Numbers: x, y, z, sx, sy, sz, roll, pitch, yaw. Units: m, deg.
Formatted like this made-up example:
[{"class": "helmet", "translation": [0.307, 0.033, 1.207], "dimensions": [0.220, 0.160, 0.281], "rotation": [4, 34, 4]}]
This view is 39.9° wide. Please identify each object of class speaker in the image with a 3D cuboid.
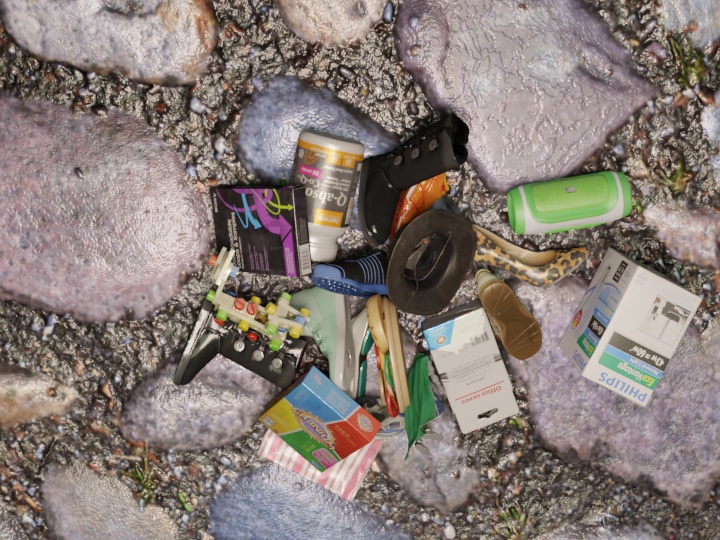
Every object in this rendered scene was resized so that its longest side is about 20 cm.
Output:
[{"class": "speaker", "translation": [0.352, -0.115, 1.685], "dimensions": [0.196, 0.089, 0.090], "rotation": [-9, 102, 0]}]

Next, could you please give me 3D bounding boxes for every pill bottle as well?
[{"class": "pill bottle", "translation": [-0.066, -0.124, 1.657], "dimensions": [0.114, 0.116, 0.203], "rotation": [12, 101, -4]}]

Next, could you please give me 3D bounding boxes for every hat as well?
[{"class": "hat", "translation": [0.098, -0.023, 1.656], "dimensions": [0.199, 0.081, 0.204], "rotation": [-20, 124, -34]}]

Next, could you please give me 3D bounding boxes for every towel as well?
[{"class": "towel", "translation": [-0.070, 0.312, 1.789], "dimensions": [0.198, 0.030, 0.148], "rotation": [28, 99, -6]}]

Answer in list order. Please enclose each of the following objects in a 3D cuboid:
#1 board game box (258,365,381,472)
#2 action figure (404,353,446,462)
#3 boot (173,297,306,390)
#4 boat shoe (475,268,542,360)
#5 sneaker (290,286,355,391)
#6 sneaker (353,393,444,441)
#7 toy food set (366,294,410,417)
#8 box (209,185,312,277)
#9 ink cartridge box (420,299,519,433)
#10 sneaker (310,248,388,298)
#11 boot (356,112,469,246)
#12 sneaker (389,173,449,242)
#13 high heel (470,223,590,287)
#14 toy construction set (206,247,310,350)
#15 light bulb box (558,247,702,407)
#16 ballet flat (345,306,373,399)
[{"class": "board game box", "translation": [-0.073, 0.256, 1.682], "dimensions": [0.153, 0.200, 0.040], "rotation": [40, 53, -5]}, {"class": "action figure", "translation": [0.107, 0.216, 1.697], "dimensions": [0.054, 0.202, 0.119], "rotation": [21, 129, -17]}, {"class": "boot", "translation": [-0.210, 0.159, 1.734], "dimensions": [0.197, 0.066, 0.167], "rotation": [23, 101, -10]}, {"class": "boat shoe", "translation": [0.256, 0.075, 1.713], "dimensions": [0.073, 0.063, 0.201], "rotation": [-30, 127, 3]}, {"class": "sneaker", "translation": [-0.074, 0.119, 1.686], "dimensions": [0.116, 0.074, 0.203], "rotation": [-11, 58, 9]}, {"class": "sneaker", "translation": [0.052, 0.258, 1.758], "dimensions": [0.197, 0.078, 0.086], "rotation": [-4, 143, -22]}, {"class": "toy food set", "translation": [0.048, 0.143, 1.652], "dimensions": [0.048, 0.200, 0.202], "rotation": [-9, 83, 2]}, {"class": "box", "translation": [-0.167, -0.067, 1.648], "dimensions": [0.198, 0.036, 0.146], "rotation": [4, 105, 41]}, {"class": "ink cartridge box", "translation": [0.193, 0.169, 1.747], "dimensions": [0.114, 0.068, 0.203], "rotation": [-20, 101, 3]}, {"class": "sneaker", "translation": [0.000, 0.000, 1.676], "dimensions": [0.198, 0.070, 0.079], "rotation": [13, 72, -38]}, {"class": "boot", "translation": [0.088, -0.145, 1.605], "dimensions": [0.198, 0.065, 0.168], "rotation": [-20, 62, 34]}, {"class": "sneaker", "translation": [0.108, -0.129, 1.685], "dimensions": [0.076, 0.073, 0.202], "rotation": [24, 102, -14]}, {"class": "high heel", "translation": [0.283, -0.041, 1.703], "dimensions": [0.197, 0.072, 0.144], "rotation": [-21, 108, 12]}, {"class": "toy construction set", "translation": [-0.181, 0.056, 1.637], "dimensions": [0.199, 0.131, 0.092], "rotation": [39, 65, 1]}, {"class": "light bulb box", "translation": [0.447, 0.090, 1.672], "dimensions": [0.123, 0.198, 0.202], "rotation": [25, 99, -4]}, {"class": "ballet flat", "translation": [-0.012, 0.143, 1.743], "dimensions": [0.068, 0.070, 0.203], "rotation": [10, 102, -4]}]
